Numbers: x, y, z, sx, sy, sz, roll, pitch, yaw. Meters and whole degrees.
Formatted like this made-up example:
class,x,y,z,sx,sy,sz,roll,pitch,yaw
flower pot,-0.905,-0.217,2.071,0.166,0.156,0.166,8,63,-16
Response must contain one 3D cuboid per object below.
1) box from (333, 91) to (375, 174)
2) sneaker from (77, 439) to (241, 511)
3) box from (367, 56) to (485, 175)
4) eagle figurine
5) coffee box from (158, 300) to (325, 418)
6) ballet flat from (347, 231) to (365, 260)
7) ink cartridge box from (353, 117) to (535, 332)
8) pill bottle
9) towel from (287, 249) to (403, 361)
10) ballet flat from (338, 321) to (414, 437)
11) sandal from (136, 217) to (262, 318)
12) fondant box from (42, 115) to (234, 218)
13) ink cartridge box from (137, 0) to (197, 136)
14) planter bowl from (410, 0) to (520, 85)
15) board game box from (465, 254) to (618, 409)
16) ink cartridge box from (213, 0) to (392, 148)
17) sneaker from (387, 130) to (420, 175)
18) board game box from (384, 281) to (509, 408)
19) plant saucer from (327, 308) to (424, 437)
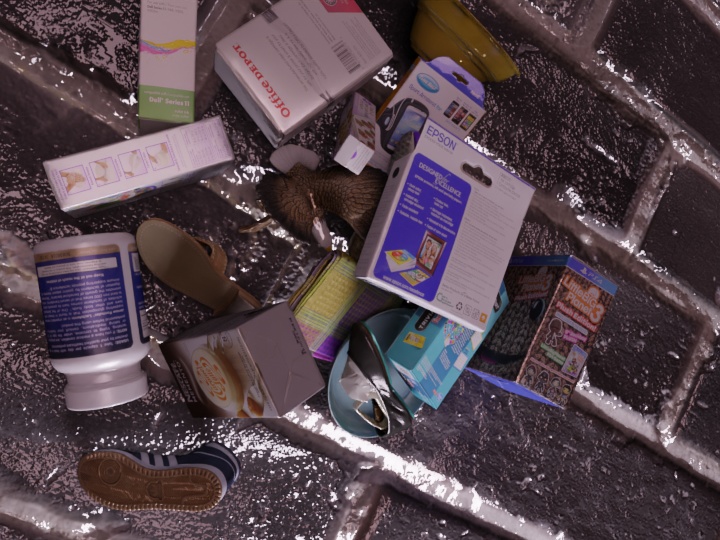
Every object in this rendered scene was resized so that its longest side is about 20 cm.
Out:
class,x,y,z,sx,sy,sz,roll,pitch,yaw
box,-0.005,-0.188,0.819,0.039,0.200,0.041,32,117,-16
sneaker,-0.256,0.263,0.802,0.199,0.108,0.070,4,92,11
box,0.083,-0.204,0.876,0.119,0.042,0.200,33,110,-17
eagle figurine,-0.060,-0.088,0.790,0.151,0.200,0.152,36,77,-16
coffee box,-0.151,0.115,0.754,0.080,0.200,0.115,-30,99,-43
ballet flat,0.000,0.000,0.877,0.070,0.065,0.200,4,119,-43
ink cartridge box,0.108,-0.050,0.744,0.198,0.043,0.200,25,83,-31
pill bottle,-0.320,0.059,0.744,0.115,0.116,0.201,-8,92,-19
towel,-0.025,0.057,0.830,0.144,0.023,0.200,-53,143,4
ballet flat,0.016,0.159,0.824,0.068,0.068,0.200,-33,123,-11
sandal,-0.209,-0.005,0.818,0.078,0.070,0.212,-30,122,19
fondant box,-0.265,-0.124,0.747,0.200,0.144,0.058,-22,98,-18
ink cartridge box,-0.243,-0.275,0.768,0.067,0.117,0.201,1,91,-20
planter bowl,0.133,-0.325,0.891,0.200,0.201,0.083,40,108,-15
board game box,0.266,0.086,0.930,0.097,0.159,0.200,29,80,-17
ink cartridge box,-0.081,-0.288,0.840,0.200,0.083,0.147,-40,97,-14
sneaker,0.101,-0.095,0.859,0.099,0.070,0.201,-7,89,-23
board game box,0.128,0.078,0.861,0.200,0.047,0.151,-52,146,-15
plant saucer,0.032,0.145,0.887,0.200,0.027,0.201,-13,114,-32
